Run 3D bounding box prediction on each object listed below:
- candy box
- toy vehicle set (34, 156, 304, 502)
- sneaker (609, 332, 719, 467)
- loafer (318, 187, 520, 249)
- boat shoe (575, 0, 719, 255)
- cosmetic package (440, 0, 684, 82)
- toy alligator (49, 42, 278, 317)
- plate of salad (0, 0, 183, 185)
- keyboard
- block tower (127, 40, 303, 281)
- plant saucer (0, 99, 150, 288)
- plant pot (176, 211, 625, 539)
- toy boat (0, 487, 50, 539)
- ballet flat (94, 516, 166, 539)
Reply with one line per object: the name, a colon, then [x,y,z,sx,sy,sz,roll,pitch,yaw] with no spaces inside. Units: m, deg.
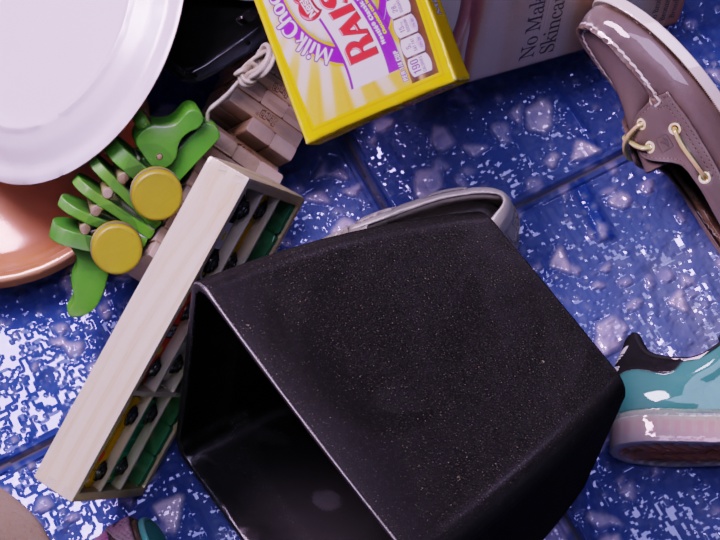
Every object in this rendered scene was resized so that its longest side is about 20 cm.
candy box: [-0.019,-0.182,1.395,0.102,0.026,0.201,-22,87,26]
toy vehicle set: [-0.104,0.035,1.375,0.026,0.124,0.201,30,94,13]
sneaker: [0.241,0.068,1.411,0.198,0.071,0.080,0,70,4]
loafer: [0.000,0.000,1.452,0.199,0.070,0.070,-25,67,-8]
boat shoe: [0.192,-0.075,1.457,0.059,0.072,0.200,-41,93,-7]
cosmetic package: [0.097,-0.187,1.482,0.199,0.104,0.087,-18,53,-21]
toy alligator: [-0.126,-0.064,1.429,0.054,0.059,0.200,34,99,-19]
plate of salad: [-0.172,-0.144,1.468,0.199,0.048,0.201,-17,63,35]
keyboard: [-0.105,-0.170,1.522,0.104,0.040,0.200,-35,41,-10]
block tower: [-0.072,-0.075,1.488,0.058,0.054,0.201,34,68,-17]
plant saucer: [-0.226,-0.077,1.516,0.199,0.038,0.201,-1,65,2]
plant pot: [0.028,0.085,1.358,0.177,0.200,0.200,-31,68,-23]
toy boat: [-0.236,0.210,1.357,0.130,0.130,0.201,-32,59,24]
ballet flat: [-0.100,0.229,1.365,0.071,0.069,0.200,-39,65,6]
